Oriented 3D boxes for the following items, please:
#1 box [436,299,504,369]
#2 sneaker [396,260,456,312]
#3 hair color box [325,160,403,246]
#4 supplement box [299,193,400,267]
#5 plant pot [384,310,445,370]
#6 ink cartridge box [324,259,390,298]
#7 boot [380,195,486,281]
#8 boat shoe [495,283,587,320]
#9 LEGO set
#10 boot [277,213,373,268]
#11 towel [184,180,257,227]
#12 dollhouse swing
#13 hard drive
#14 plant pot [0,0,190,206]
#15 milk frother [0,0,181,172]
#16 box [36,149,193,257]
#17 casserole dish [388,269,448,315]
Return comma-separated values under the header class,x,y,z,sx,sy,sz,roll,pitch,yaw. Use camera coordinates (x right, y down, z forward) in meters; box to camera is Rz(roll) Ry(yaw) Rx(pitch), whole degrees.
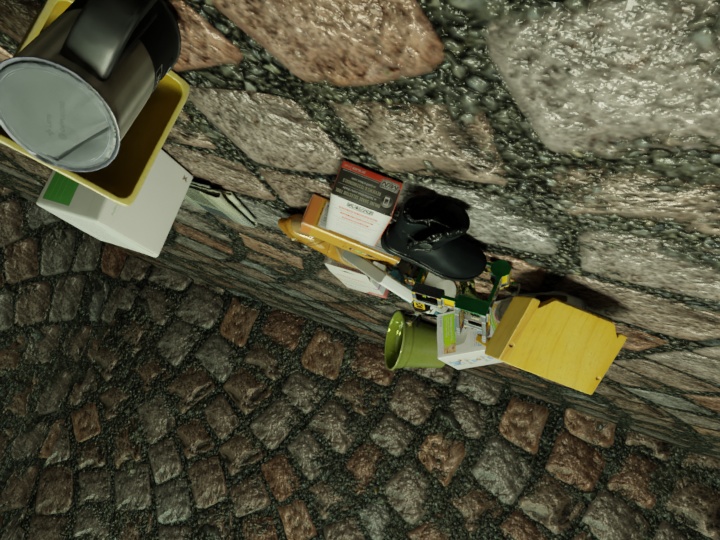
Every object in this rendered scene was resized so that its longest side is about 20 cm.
class,x,y,z,sx,sy,sz,roll,pitch,yaw
box,0.285,0.147,1.277,0.199,0.113,0.101,-16,148,33
sneaker,0.148,0.027,1.265,0.088,0.075,0.200,28,170,40
hair color box,0.000,-0.104,0.927,0.101,0.062,0.200,21,169,-3
supplement box,-0.013,-0.074,1.070,0.199,0.069,0.067,24,169,-7
plant pot,0.198,0.250,1.893,0.183,0.202,0.200,11,170,-12
ink cartridge box,0.000,0.000,1.362,0.116,0.068,0.200,16,169,19
boot,0.140,-0.047,0.901,0.199,0.077,0.168,18,166,-9
boat shoe,0.331,0.069,1.096,0.086,0.075,0.201,27,164,-31
LEGO set,0.186,0.047,1.056,0.199,0.155,0.116,9,148,18
boot,-0.076,-0.068,1.224,0.200,0.071,0.144,29,172,-25
towel,-0.358,-0.171,1.321,0.191,0.035,0.200,20,170,17
dollhouse swing,0.346,0.121,1.069,0.199,0.183,0.176,21,-162,-10
hard drive,0.063,0.024,1.168,0.132,0.027,0.200,35,-177,43
plant pot,-0.398,-0.227,0.773,0.199,0.195,0.195,16,168,45
milk frother,-0.293,-0.235,0.534,0.199,0.189,0.181,18,135,-12
box,-0.493,-0.165,1.145,0.170,0.200,0.200,16,167,19
casserole dish,0.141,0.057,1.355,0.199,0.039,0.121,30,-167,-33
